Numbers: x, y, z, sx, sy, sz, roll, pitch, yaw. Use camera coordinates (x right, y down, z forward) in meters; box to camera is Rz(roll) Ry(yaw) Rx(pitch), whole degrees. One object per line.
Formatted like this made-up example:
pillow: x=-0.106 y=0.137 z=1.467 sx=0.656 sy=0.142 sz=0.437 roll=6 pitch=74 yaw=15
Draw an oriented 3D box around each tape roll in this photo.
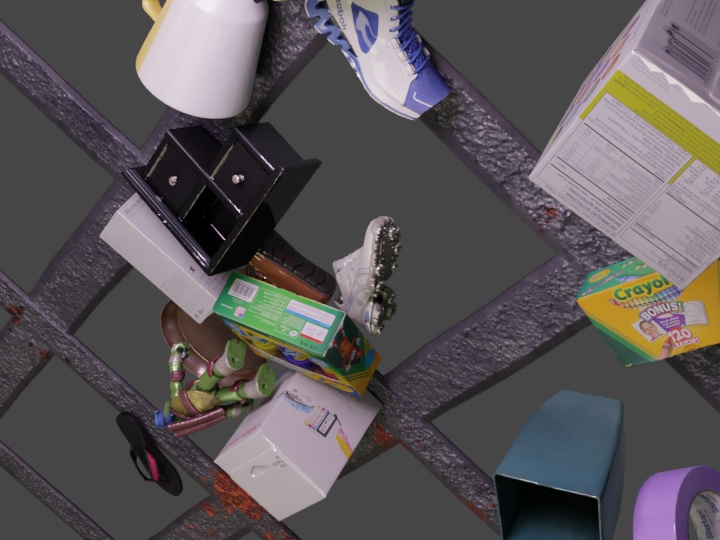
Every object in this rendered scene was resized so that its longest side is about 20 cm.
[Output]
tape roll: x=0.442 y=0.362 z=1.526 sx=0.065 sy=0.200 sz=0.201 roll=-22 pitch=113 yaw=41

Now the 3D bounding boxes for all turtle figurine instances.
turtle figurine: x=-0.218 y=0.159 z=1.783 sx=0.193 sy=0.199 sz=0.145 roll=-26 pitch=87 yaw=39

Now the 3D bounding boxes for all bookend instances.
bookend: x=-0.189 y=-0.136 z=1.552 sx=0.199 sy=0.092 sz=0.200 roll=48 pitch=120 yaw=14

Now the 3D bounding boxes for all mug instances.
mug: x=-0.199 y=-0.300 z=1.413 sx=0.186 sy=0.150 sz=0.154 roll=28 pitch=129 yaw=-1

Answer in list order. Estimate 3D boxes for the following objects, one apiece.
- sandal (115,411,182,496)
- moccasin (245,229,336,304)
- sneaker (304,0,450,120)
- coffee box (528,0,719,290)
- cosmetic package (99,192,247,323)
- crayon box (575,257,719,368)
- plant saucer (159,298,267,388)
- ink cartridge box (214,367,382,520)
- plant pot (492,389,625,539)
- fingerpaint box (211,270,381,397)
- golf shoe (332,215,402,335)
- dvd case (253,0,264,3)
sandal: x=-0.404 y=0.353 z=2.171 sx=0.075 sy=0.045 sz=0.201 roll=-10 pitch=120 yaw=38
moccasin: x=-0.130 y=-0.012 z=1.670 sx=0.201 sy=0.074 sz=0.078 roll=34 pitch=130 yaw=-11
sneaker: x=0.035 y=-0.274 z=1.326 sx=0.199 sy=0.081 sz=0.115 roll=45 pitch=138 yaw=-7
coffee box: x=0.323 y=-0.146 z=1.165 sx=0.199 sy=0.200 sz=0.198 roll=35 pitch=138 yaw=0
cosmetic package: x=-0.268 y=-0.034 z=1.704 sx=0.200 sy=0.113 sz=0.081 roll=42 pitch=137 yaw=-9
crayon box: x=0.375 y=0.035 z=1.391 sx=0.199 sy=0.058 sz=0.119 roll=-24 pitch=112 yaw=43
plant saucer: x=-0.230 y=0.109 z=1.859 sx=0.199 sy=0.035 sz=0.201 roll=18 pitch=133 yaw=20
ink cartridge box: x=-0.094 y=0.249 z=1.770 sx=0.145 sy=0.200 sz=0.147 roll=44 pitch=137 yaw=-8
plant pot: x=0.283 y=0.263 z=1.542 sx=0.140 sy=0.200 sz=0.142 roll=10 pitch=131 yaw=26
fingerpaint box: x=-0.091 y=0.094 z=1.663 sx=0.199 sy=0.074 sz=0.167 roll=20 pitch=163 yaw=27
golf shoe: x=0.000 y=0.000 z=1.592 sx=0.097 sy=0.078 sz=0.201 roll=25 pitch=135 yaw=20
dvd case: x=-0.154 y=-0.403 z=1.275 sx=0.143 sy=0.017 sz=0.200 roll=79 pitch=166 yaw=-45
